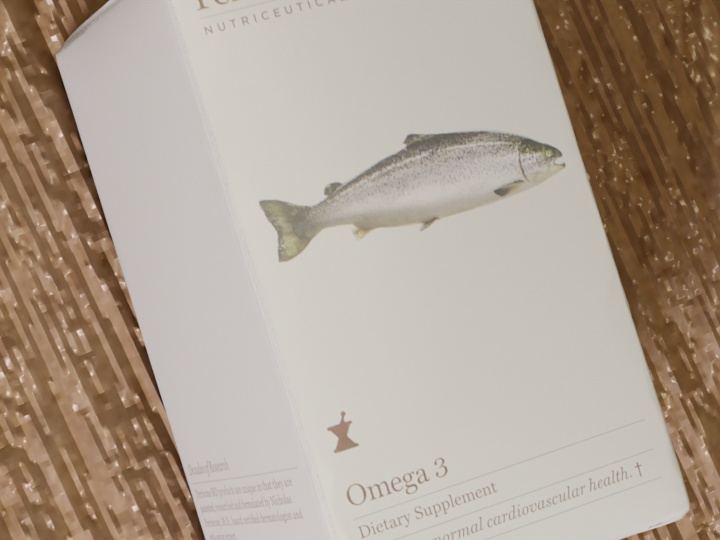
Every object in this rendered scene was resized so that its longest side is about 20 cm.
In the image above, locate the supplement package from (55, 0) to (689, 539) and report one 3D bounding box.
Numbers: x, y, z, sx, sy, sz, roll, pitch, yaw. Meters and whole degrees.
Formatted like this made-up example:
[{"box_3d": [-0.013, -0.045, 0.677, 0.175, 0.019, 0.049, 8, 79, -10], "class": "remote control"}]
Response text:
[{"box_3d": [0.000, 0.000, 0.709, 0.117, 0.117, 0.200, -17, 89, -22], "class": "supplement package"}]
